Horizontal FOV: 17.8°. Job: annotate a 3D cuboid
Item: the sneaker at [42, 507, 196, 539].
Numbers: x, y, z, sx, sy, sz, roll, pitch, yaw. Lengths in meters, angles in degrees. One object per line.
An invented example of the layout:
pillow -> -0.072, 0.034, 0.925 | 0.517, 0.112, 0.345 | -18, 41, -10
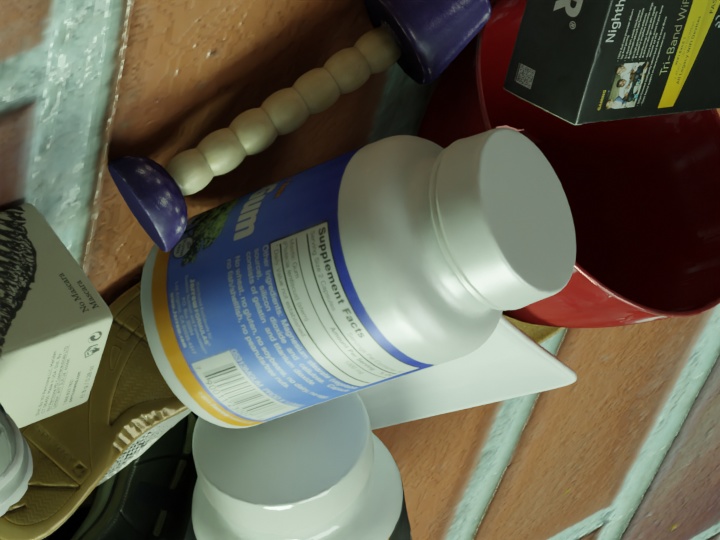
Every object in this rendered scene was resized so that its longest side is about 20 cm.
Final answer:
sneaker -> -0.137, 0.166, 1.342 | 0.200, 0.088, 0.074 | -28, 153, -23

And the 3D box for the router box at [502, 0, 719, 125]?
router box -> 0.162, -0.177, 1.149 | 0.157, 0.052, 0.200 | -9, 122, -47

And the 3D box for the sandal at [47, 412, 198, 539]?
sandal -> -0.136, 0.131, 1.293 | 0.080, 0.057, 0.201 | 34, 81, -49

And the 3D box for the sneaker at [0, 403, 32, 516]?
sneaker -> -0.233, 0.104, 0.961 | 0.200, 0.075, 0.082 | -39, 147, -24

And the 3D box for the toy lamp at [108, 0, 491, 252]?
toy lamp -> -0.026, -0.085, 1.115 | 0.200, 0.058, 0.058 | -35, 155, -10

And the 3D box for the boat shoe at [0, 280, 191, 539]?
boat shoe -> -0.129, 0.063, 1.220 | 0.200, 0.071, 0.069 | -42, -178, -12

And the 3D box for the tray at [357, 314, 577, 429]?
tray -> 0.007, 0.050, 1.242 | 0.200, 0.022, 0.107 | -15, 144, 33

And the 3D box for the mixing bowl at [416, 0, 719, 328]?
mixing bowl -> 0.101, -0.046, 1.227 | 0.200, 0.201, 0.108 | -9, 162, -47

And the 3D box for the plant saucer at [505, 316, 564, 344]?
plant saucer -> 0.116, -0.019, 1.440 | 0.200, 0.035, 0.200 | -30, 153, -17

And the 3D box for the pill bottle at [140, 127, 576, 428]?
pill bottle -> 0.000, 0.000, 1.116 | 0.200, 0.112, 0.112 | -21, 167, 33

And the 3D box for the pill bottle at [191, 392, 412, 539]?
pill bottle -> -0.030, 0.149, 1.268 | 0.116, 0.116, 0.200 | -31, 142, -17

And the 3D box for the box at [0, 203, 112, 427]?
box -> -0.218, 0.043, 1.038 | 0.200, 0.082, 0.068 | -22, 151, -35
